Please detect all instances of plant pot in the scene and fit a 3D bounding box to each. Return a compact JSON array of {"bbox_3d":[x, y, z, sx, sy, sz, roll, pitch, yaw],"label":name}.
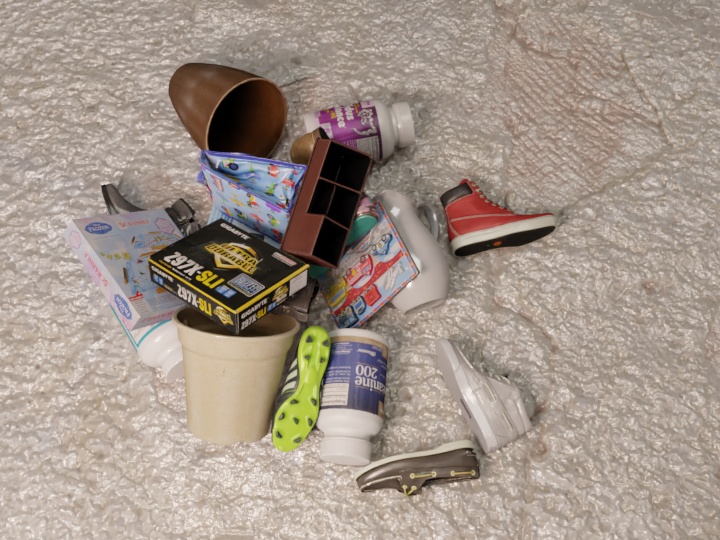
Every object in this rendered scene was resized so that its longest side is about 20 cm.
[{"bbox_3d":[-0.202,0.164,1.190,0.198,0.201,0.186,8,101,5],"label":"plant pot"},{"bbox_3d":[-0.272,-0.312,1.434,0.187,0.188,0.199,-44,57,-16],"label":"plant pot"}]

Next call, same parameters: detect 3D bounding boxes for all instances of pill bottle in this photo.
[{"bbox_3d":[-0.015,0.205,1.219,0.109,0.111,0.202,4,66,4],"label":"pill bottle"},{"bbox_3d":[-0.346,0.086,1.283,0.110,0.111,0.201,-32,70,-12],"label":"pill bottle"},{"bbox_3d":[-0.002,-0.259,1.422,0.197,0.113,0.113,-12,66,-4],"label":"pill bottle"}]

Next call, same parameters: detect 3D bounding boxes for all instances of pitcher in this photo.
[{"bbox_3d":[0.099,-0.033,1.324,0.170,0.121,0.202,-4,71,-43],"label":"pitcher"}]

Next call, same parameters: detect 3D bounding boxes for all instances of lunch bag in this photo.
[{"bbox_3d":[-0.191,-0.130,1.301,0.198,0.151,0.095,17,67,8],"label":"lunch bag"}]

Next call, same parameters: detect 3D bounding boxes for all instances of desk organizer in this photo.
[{"bbox_3d":[-0.053,-0.108,1.215,0.076,0.071,0.202,9,77,45],"label":"desk organizer"}]

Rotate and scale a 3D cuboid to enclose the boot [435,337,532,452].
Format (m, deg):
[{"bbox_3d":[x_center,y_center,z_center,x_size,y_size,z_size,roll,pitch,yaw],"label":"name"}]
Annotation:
[{"bbox_3d":[0.204,0.191,1.248,0.095,0.074,0.202,-22,76,-14],"label":"boot"}]

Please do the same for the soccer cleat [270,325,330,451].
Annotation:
[{"bbox_3d":[-0.092,0.187,1.198,0.067,0.081,0.202,18,86,-8],"label":"soccer cleat"}]

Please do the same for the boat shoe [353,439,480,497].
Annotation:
[{"bbox_3d":[0.090,0.321,1.186,0.199,0.072,0.061,-13,62,-7],"label":"boat shoe"}]

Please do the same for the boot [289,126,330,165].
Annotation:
[{"bbox_3d":[-0.059,-0.156,1.370,0.075,0.074,0.201,-23,110,15],"label":"boot"}]

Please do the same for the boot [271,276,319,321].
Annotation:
[{"bbox_3d":[-0.154,0.019,1.257,0.172,0.070,0.201,6,34,-4],"label":"boot"}]

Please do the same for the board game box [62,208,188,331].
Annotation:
[{"bbox_3d":[-0.351,-0.009,1.244,0.200,0.199,0.041,51,120,14],"label":"board game box"}]

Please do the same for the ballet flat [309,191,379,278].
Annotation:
[{"bbox_3d":[-0.046,-0.060,1.284,0.200,0.069,0.072,-41,45,29],"label":"ballet flat"}]

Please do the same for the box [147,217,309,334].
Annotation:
[{"bbox_3d":[-0.204,0.003,1.169,0.199,0.050,0.159,28,43,29],"label":"box"}]

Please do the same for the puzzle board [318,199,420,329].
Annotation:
[{"bbox_3d":[0.000,0.000,1.287,0.200,0.017,0.152,-43,63,32],"label":"puzzle board"}]

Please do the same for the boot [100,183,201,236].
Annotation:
[{"bbox_3d":[-0.383,-0.100,1.397,0.131,0.070,0.201,-33,80,-16],"label":"boot"}]

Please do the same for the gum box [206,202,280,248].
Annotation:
[{"bbox_3d":[-0.182,-0.064,1.379,0.197,0.045,0.172,9,67,6],"label":"gum box"}]

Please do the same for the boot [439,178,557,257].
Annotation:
[{"bbox_3d":[0.250,-0.114,1.375,0.197,0.073,0.146,-10,65,1],"label":"boot"}]
